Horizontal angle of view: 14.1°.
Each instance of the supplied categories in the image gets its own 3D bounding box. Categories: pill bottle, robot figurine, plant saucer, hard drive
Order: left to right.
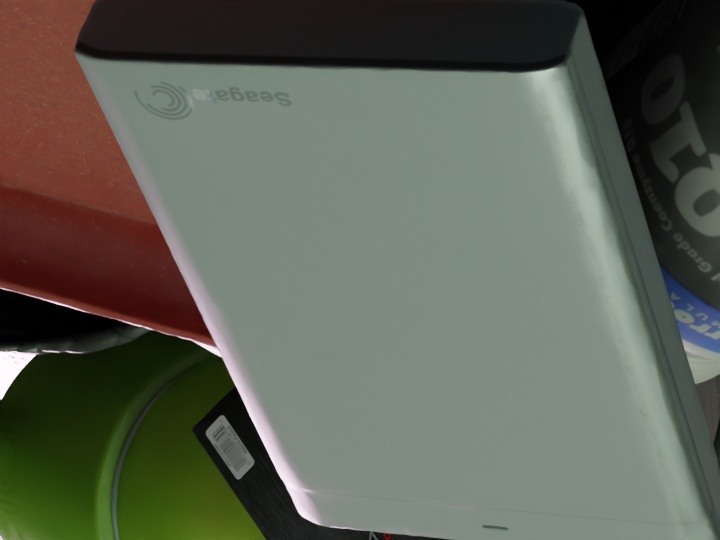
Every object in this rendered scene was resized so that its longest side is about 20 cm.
[{"bbox_3d":[-0.055,-0.055,0.787,0.200,0.037,0.200,15,145,9],"label":"plant saucer"},{"bbox_3d":[-0.068,0.080,1.112,0.116,0.176,0.200,38,163,-30],"label":"robot figurine"},{"bbox_3d":[0.017,0.006,0.777,0.132,0.026,0.200,3,141,23],"label":"hard drive"},{"bbox_3d":[0.128,-0.039,0.859,0.114,0.114,0.200,7,158,-21],"label":"pill bottle"}]

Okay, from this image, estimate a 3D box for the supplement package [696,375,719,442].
[{"bbox_3d":[0.075,0.106,1.230,0.200,0.121,0.120,-6,160,11],"label":"supplement package"}]

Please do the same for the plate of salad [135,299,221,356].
[{"bbox_3d":[0.000,0.000,0.945,0.200,0.048,0.200,16,-164,-5],"label":"plate of salad"}]

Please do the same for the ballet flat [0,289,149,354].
[{"bbox_3d":[-0.162,0.006,1.012,0.200,0.066,0.057,-10,-156,3],"label":"ballet flat"}]

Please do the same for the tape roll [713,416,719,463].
[{"bbox_3d":[0.229,0.085,1.075,0.200,0.200,0.048,0,136,-5],"label":"tape roll"}]

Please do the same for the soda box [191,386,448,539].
[{"bbox_3d":[0.033,0.109,0.968,0.063,0.200,0.071,-45,160,27],"label":"soda box"}]
